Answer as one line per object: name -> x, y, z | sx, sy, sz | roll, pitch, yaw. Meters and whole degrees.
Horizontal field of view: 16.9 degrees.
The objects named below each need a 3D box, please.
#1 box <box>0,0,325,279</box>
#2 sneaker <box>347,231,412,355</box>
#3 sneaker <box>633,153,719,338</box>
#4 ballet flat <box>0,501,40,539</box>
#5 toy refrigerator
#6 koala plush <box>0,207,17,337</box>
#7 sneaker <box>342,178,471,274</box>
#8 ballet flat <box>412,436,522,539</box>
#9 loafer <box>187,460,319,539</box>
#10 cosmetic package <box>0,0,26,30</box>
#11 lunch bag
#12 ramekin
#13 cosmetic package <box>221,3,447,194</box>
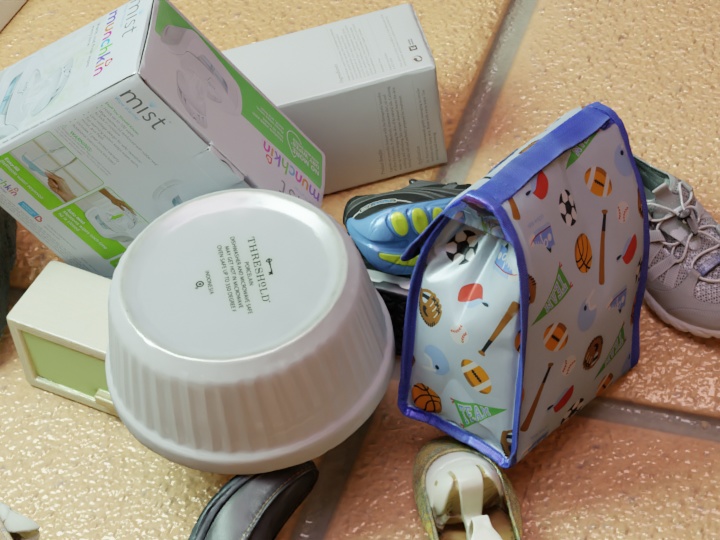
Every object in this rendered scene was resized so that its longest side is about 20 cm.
box -> -0.155, -0.077, 1.751 | 0.176, 0.200, 0.097 | -25, 39, 30
sneaker -> 0.000, 0.000, 1.782 | 0.199, 0.072, 0.083 | 15, 50, 21
sneaker -> 0.224, -0.024, 1.760 | 0.075, 0.082, 0.200 | -35, 52, -22
ballet flat -> -0.240, 0.204, 1.647 | 0.067, 0.068, 0.200 | -13, 49, -30
toy refrigerator -> -0.151, 0.068, 1.741 | 0.199, 0.076, 0.070 | 18, 53, 23
koala plush -> -0.370, -0.041, 1.825 | 0.199, 0.178, 0.184 | -5, 35, 5
sneaker -> 0.075, -0.041, 1.769 | 0.199, 0.071, 0.083 | -4, 28, -32
ballet flat -> 0.077, 0.172, 1.615 | 0.070, 0.071, 0.201 | -12, 47, -2
loafer -> -0.087, 0.203, 1.616 | 0.072, 0.073, 0.200 | 33, 69, 22
cosmetic package -> -0.360, -0.259, 2.095 | 0.150, 0.052, 0.200 | 19, 53, 21
lunch bag -> 0.112, -0.001, 1.652 | 0.123, 0.201, 0.170 | 24, 39, 27
ramekin -> -0.081, 0.033, 1.646 | 0.201, 0.094, 0.203 | -5, 47, 5
cosmetic package -> -0.041, -0.120, 1.877 | 0.199, 0.108, 0.085 | -13, 47, -5
